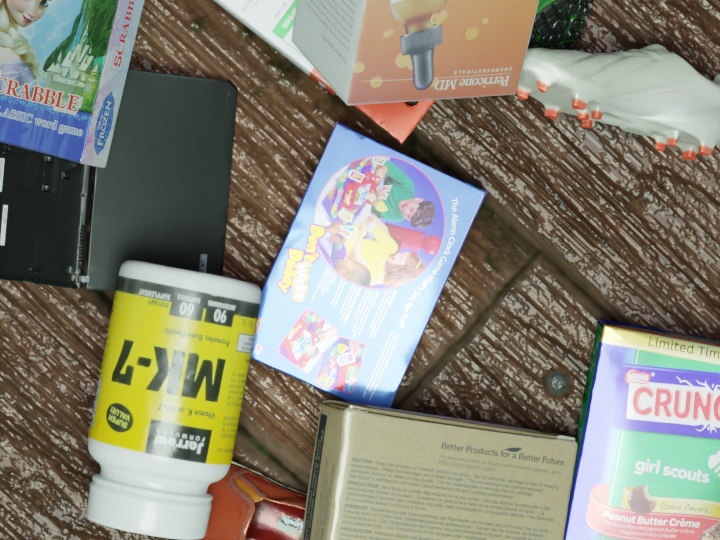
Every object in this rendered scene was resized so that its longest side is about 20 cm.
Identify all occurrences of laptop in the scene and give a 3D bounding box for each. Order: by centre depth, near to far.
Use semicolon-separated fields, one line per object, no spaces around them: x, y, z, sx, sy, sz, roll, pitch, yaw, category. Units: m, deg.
-0.217;-0.076;1.529;0.199;0.103;0.179;6;92;25;laptop

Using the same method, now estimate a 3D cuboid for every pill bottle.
-0.148;0.100;1.456;0.113;0.114;0.202;10;88;-1;pill bottle

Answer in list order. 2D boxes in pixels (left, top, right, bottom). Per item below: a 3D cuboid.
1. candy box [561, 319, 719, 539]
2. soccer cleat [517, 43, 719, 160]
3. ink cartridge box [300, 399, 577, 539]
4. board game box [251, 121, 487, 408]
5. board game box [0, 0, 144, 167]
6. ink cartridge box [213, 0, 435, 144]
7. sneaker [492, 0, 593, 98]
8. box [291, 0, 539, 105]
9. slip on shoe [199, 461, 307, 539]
0.255;0.153;1.508;0.168;0.077;0.202;10;91;0;candy box
0.206;-0.149;1.491;0.199;0.069;0.078;16;81;-19;soccer cleat
0.058;0.197;1.476;0.199;0.075;0.166;10;87;-18;ink cartridge box
0.000;0.000;1.515;0.134;0.045;0.201;25;92;-1;board game box
-0.269;-0.200;1.473;0.199;0.041;0.201;14;92;21;board game box
-0.014;-0.204;1.503;0.200;0.050;0.109;38;91;0;ink cartridge box
0.143;-0.226;1.503;0.085;0.078;0.201;42;100;34;sneaker
0.050;-0.237;1.387;0.151;0.106;0.201;-7;126;-26;box
-0.100;0.197;1.517;0.199;0.061;0.075;17;94;0;slip on shoe
